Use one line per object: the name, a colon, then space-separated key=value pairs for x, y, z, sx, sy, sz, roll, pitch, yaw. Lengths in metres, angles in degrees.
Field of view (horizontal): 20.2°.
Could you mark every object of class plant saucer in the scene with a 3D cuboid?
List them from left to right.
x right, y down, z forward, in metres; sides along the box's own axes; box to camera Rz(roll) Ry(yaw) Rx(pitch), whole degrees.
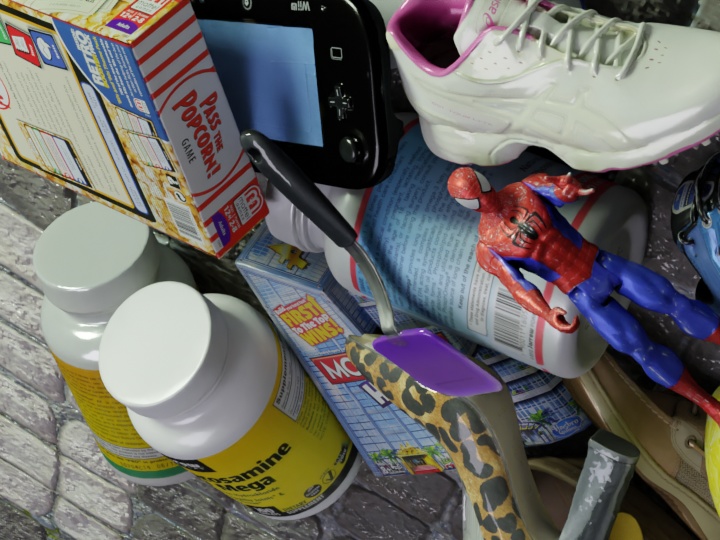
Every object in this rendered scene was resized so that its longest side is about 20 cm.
plant saucer: x=0.182 y=0.188 z=1.308 sx=0.200 sy=0.029 sz=0.200 roll=43 pitch=166 yaw=13

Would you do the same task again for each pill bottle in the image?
pill bottle: x=-0.158 y=0.050 z=1.416 sx=0.112 sy=0.113 sz=0.201 roll=15 pitch=143 yaw=29
pill bottle: x=-0.085 y=0.085 z=1.338 sx=0.112 sy=0.113 sz=0.200 roll=11 pitch=162 yaw=33
pill bottle: x=0.051 y=-0.023 z=1.126 sx=0.199 sy=0.109 sz=0.109 roll=22 pitch=146 yaw=22

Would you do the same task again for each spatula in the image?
spatula: x=0.000 y=0.000 z=1.083 sx=0.056 sy=0.021 sz=0.200 roll=-16 pitch=118 yaw=52

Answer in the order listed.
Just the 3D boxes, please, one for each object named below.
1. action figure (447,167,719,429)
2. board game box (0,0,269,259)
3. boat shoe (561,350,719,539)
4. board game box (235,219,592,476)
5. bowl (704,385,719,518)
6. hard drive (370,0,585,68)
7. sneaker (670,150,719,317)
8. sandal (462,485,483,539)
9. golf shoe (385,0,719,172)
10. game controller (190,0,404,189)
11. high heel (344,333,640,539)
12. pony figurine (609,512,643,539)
action figure: x=0.127 y=0.012 z=0.998 sx=0.199 sy=0.065 sz=0.099 roll=35 pitch=-177 yaw=-6
board game box: x=-0.153 y=-0.104 z=1.128 sx=0.199 sy=0.046 sz=0.152 roll=24 pitch=146 yaw=38
boat shoe: x=0.190 y=0.100 z=1.207 sx=0.200 sy=0.064 sz=0.071 roll=47 pitch=-178 yaw=-26
board game box: x=0.026 y=0.038 z=1.276 sx=0.199 sy=0.062 sz=0.200 roll=-13 pitch=125 yaw=51
bowl: x=0.273 y=0.144 z=1.092 sx=0.199 sy=0.108 sz=0.200 roll=17 pitch=159 yaw=7
hard drive: x=0.007 y=-0.166 z=1.058 sx=0.199 sy=0.025 sz=0.132 roll=-6 pitch=130 yaw=46
sneaker: x=0.196 y=-0.029 z=1.012 sx=0.089 sy=0.079 sz=0.201 roll=19 pitch=145 yaw=19
sandal: x=0.096 y=0.163 z=1.305 sx=0.049 sy=0.083 sz=0.203 roll=-2 pitch=-172 yaw=-3
golf shoe: x=0.095 y=-0.098 z=0.976 sx=0.199 sy=0.076 sz=0.092 roll=-1 pitch=140 yaw=39
game controller: x=-0.050 y=-0.104 z=1.091 sx=0.199 sy=0.042 sz=0.105 roll=12 pitch=121 yaw=49
high heel: x=0.056 y=0.129 z=1.185 sx=0.199 sy=0.071 sz=0.144 roll=27 pitch=109 yaw=25
pony figurine: x=0.161 y=0.258 z=1.259 sx=0.165 sy=0.194 sz=0.200 roll=-14 pitch=162 yaw=-2
